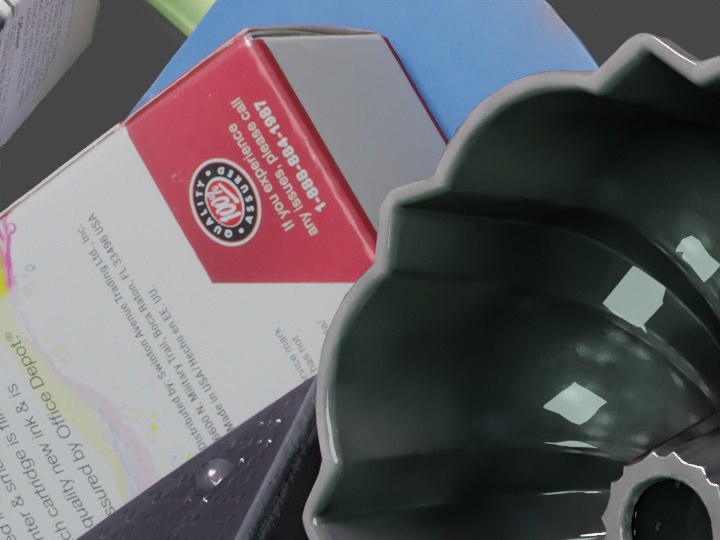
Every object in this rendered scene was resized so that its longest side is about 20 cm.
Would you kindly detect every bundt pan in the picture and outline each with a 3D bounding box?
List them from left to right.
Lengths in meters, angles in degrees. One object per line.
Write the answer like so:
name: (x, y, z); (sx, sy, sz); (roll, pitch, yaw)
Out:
bundt pan: (0.086, 0.052, 0.609); (0.202, 0.076, 0.202); (2, 93, 42)

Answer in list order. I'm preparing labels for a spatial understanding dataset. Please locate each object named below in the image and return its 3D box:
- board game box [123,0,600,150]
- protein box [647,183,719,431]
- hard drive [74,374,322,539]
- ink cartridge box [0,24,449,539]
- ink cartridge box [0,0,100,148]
board game box: (0.000, 0.000, 0.826); (0.158, 0.039, 0.200); (45, 112, 16)
protein box: (0.205, -0.002, 0.687); (0.198, 0.200, 0.135); (-18, 80, 41)
hard drive: (-0.084, 0.115, 0.693); (0.200, 0.135, 0.042); (-36, 103, 26)
ink cartridge box: (-0.051, 0.047, 0.785); (0.200, 0.083, 0.146); (-34, 80, 25)
ink cartridge box: (-0.148, -0.078, 0.822); (0.116, 0.068, 0.200); (27, 48, 10)
